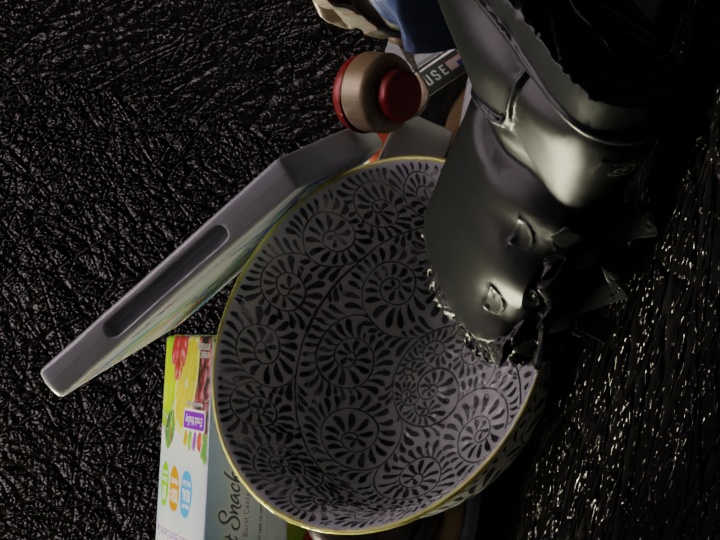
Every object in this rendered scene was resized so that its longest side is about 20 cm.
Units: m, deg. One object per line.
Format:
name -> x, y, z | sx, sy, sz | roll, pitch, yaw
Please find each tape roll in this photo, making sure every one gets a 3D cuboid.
tape roll -> 0.000, 0.000, 1.173 | 0.203, 0.037, 0.204 | -156, 90, -88

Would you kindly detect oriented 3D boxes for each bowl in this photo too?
bowl -> 0.029, 0.051, 0.996 | 0.094, 0.199, 0.203 | 36, -119, -50

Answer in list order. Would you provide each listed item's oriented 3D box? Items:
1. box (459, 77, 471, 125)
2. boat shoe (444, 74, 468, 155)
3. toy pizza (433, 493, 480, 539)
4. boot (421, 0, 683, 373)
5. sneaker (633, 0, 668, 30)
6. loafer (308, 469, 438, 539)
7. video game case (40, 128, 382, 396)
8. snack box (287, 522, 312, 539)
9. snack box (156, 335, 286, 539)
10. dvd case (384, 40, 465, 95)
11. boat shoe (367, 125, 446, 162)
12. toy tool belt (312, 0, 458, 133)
box -> 0.091, -0.075, 1.108 | 0.117, 0.060, 0.201 | 108, 175, -56
boat shoe -> 0.077, -0.042, 1.201 | 0.072, 0.064, 0.201 | 127, 161, -58
toy pizza -> 0.020, 0.151, 1.173 | 0.200, 0.031, 0.202 | -166, 90, -72
boot -> 0.062, -0.070, 0.823 | 0.199, 0.073, 0.163 | 62, 151, 34
sneaker -> 0.110, -0.152, 0.892 | 0.106, 0.074, 0.202 | -87, 9, -63
loafer -> 0.012, 0.095, 1.075 | 0.072, 0.063, 0.201 | -29, 30, 29
video game case -> -0.079, -0.011, 1.087 | 0.182, 0.022, 0.200 | -40, -1, 16
snack box -> -0.013, 0.260, 1.099 | 0.142, 0.053, 0.202 | 36, 117, 55
snack box -> -0.082, 0.139, 1.107 | 0.142, 0.052, 0.202 | 174, 99, -75
dvd case -> 0.082, -0.193, 1.297 | 0.150, 0.025, 0.201 | -32, 24, 30
boat shoe -> 0.050, -0.055, 1.338 | 0.200, 0.062, 0.072 | 42, -128, -67
toy tool belt -> 0.033, -0.169, 1.047 | 0.124, 0.122, 0.202 | -18, -69, -42
